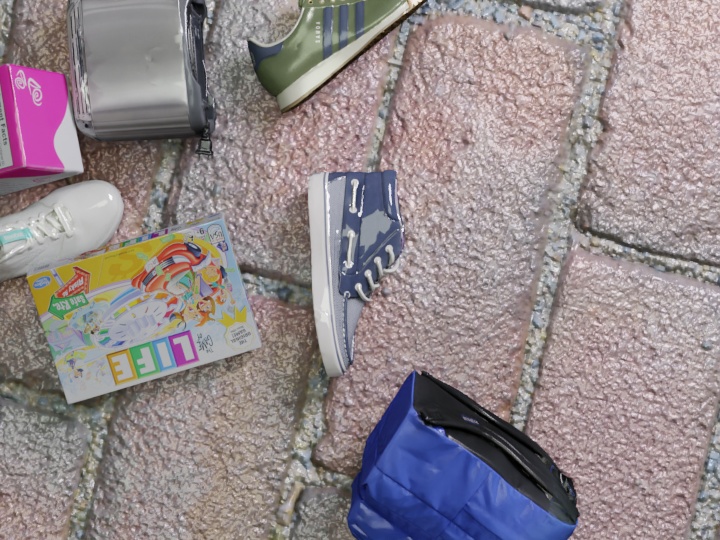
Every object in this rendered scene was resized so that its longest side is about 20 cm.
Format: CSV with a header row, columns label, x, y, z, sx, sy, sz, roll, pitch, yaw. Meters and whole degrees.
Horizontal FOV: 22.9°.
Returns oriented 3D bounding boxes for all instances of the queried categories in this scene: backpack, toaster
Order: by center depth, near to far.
label,x,y,z,sx,sy,sz,roll,pitch,yaw
backpack,0.096,0.214,1.675,0.199,0.163,0.169,32,107,-5
toaster,-0.212,-0.201,1.734,0.128,0.114,0.202,-5,89,4

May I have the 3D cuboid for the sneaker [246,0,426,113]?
label,x,y,z,sx,sy,sz,roll,pitch,yaw
sneaker,-0.025,-0.250,1.754,0.200,0.067,0.090,-39,91,1

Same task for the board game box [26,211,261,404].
label,x,y,z,sx,sy,sz,roll,pitch,yaw
board game box,-0.209,0.037,1.731,0.198,0.034,0.136,-17,104,-1

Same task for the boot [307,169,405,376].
label,x,y,z,sx,sy,sz,roll,pitch,yaw
boot,0.000,0.000,1.731,0.089,0.073,0.202,-5,85,6

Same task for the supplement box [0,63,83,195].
label,x,y,z,sx,sy,sz,roll,pitch,yaw
supplement box,-0.379,-0.121,1.698,0.198,0.101,0.105,-11,85,23

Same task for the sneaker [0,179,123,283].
label,x,y,z,sx,sy,sz,roll,pitch,yaw
sneaker,-0.325,-0.030,1.731,0.198,0.089,0.076,-25,84,-2
